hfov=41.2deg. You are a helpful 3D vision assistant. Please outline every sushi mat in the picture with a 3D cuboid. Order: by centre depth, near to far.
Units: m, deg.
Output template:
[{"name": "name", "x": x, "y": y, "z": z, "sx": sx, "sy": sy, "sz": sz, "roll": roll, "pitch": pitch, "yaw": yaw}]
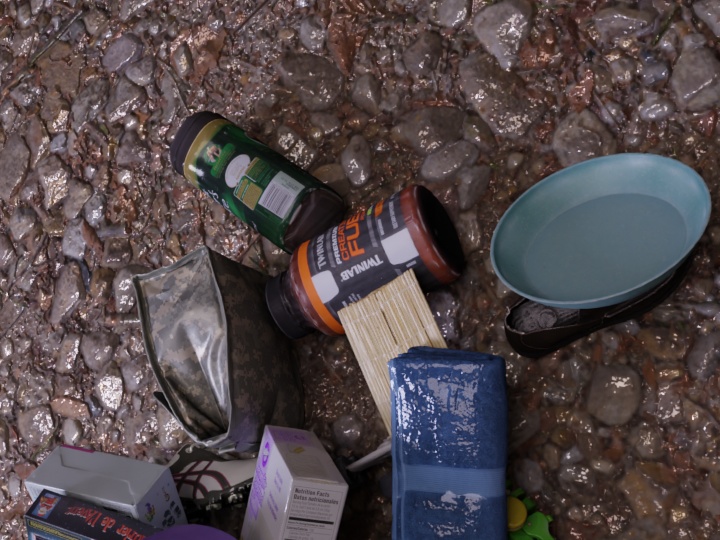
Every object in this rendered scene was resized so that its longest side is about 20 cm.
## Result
[{"name": "sushi mat", "x": 0.052, "y": 0.109, "z": 0.916, "sx": 0.095, "sy": 0.012, "sz": 0.202, "roll": -28, "pitch": 80, "yaw": 23}]

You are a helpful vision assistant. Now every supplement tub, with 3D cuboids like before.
[{"name": "supplement tub", "x": 0.000, "y": 0.000, "z": 0.988, "sx": 0.198, "sy": 0.107, "sz": 0.108, "roll": -27, "pitch": 70, "yaw": 20}]

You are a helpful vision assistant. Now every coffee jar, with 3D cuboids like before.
[{"name": "coffee jar", "x": -0.119, "y": -0.098, "z": 1.067, "sx": 0.199, "sy": 0.104, "sz": 0.086, "roll": 36, "pitch": 95, "yaw": 28}]

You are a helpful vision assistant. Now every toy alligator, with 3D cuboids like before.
[{"name": "toy alligator", "x": 0.153, "y": 0.238, "z": 0.904, "sx": 0.199, "sy": 0.060, "sz": 0.054, "roll": 32, "pitch": 56, "yaw": 28}]

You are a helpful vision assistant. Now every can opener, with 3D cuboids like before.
[{"name": "can opener", "x": -0.011, "y": 0.226, "z": 0.987, "sx": 0.199, "sy": 0.053, "sz": 0.068, "roll": -34, "pitch": 67, "yaw": 20}]

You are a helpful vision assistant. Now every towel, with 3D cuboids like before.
[{"name": "towel", "x": 0.080, "y": 0.173, "z": 0.870, "sx": 0.110, "sy": 0.048, "sz": 0.204, "roll": 1, "pitch": 92, "yaw": 26}]

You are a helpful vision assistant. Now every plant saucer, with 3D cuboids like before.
[{"name": "plant saucer", "x": 0.216, "y": -0.030, "z": 0.862, "sx": 0.197, "sy": 0.036, "sz": 0.201, "roll": -19, "pitch": 36, "yaw": 14}]

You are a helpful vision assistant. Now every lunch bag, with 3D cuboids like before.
[{"name": "lunch bag", "x": -0.143, "y": 0.099, "z": 1.012, "sx": 0.116, "sy": 0.164, "sz": 0.203, "roll": -22, "pitch": 71, "yaw": 16}]

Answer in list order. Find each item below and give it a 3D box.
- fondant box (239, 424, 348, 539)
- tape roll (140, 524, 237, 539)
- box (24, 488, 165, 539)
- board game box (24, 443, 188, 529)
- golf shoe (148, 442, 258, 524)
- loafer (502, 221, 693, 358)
[{"name": "fondant box", "x": -0.075, "y": 0.268, "z": 0.911, "sx": 0.144, "sy": 0.057, "sz": 0.203, "roll": -147, "pitch": 70, "yaw": -72}, {"name": "tape roll", "x": -0.160, "y": 0.331, "z": 0.829, "sx": 0.197, "sy": 0.085, "sz": 0.204, "roll": 1, "pitch": 93, "yaw": 27}, {"name": "box", "x": -0.233, "y": 0.305, "z": 0.958, "sx": 0.197, "sy": 0.038, "sz": 0.138, "roll": 16, "pitch": 126, "yaw": 10}, {"name": "board game box", "x": -0.254, "y": 0.291, "z": 1.028, "sx": 0.146, "sy": 0.064, "sz": 0.202, "roll": 6, "pitch": 124, "yaw": 26}, {"name": "golf shoe", "x": -0.164, "y": 0.225, "z": 1.054, "sx": 0.198, "sy": 0.077, "sz": 0.089, "roll": -22, "pitch": 67, "yaw": 22}, {"name": "loafer", "x": 0.218, "y": 0.020, "z": 0.893, "sx": 0.199, "sy": 0.071, "sz": 0.074, "roll": -36, "pitch": 68, "yaw": 18}]
